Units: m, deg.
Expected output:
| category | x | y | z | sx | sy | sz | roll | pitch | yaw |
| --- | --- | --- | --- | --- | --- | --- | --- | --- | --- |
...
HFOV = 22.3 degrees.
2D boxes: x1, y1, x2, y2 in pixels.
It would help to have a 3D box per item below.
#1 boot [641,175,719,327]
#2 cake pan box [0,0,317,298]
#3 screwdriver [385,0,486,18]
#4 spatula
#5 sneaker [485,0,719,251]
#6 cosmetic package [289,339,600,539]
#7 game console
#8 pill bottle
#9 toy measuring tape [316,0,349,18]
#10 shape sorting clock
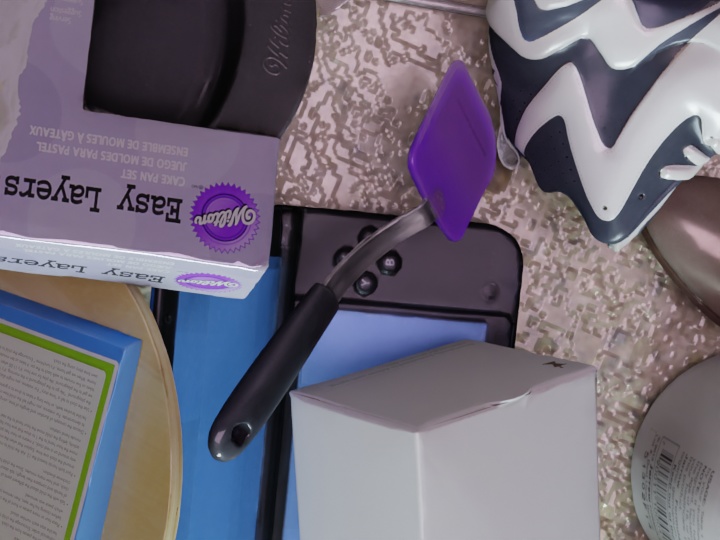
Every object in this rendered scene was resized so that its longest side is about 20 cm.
| category | x | y | z | sx | sy | sz | roll | pitch | yaw |
| --- | --- | --- | --- | --- | --- | --- | --- | --- | --- |
| boot | 0.234 | 0.006 | 0.784 | 0.199 | 0.146 | 0.071 | 26 | 77 | -14 |
| cake pan box | -0.118 | -0.093 | 0.677 | 0.199 | 0.052 | 0.185 | 9 | 78 | -13 |
| screwdriver | 0.075 | -0.112 | 0.812 | 0.199 | 0.029 | 0.028 | 9 | 94 | -10 |
| spatula | 0.000 | 0.000 | 0.743 | 0.200 | 0.020 | 0.057 | -51 | 132 | -22 |
| sneaker | 0.146 | -0.063 | 0.776 | 0.198 | 0.080 | 0.130 | 10 | 122 | 5 |
| cosmetic package | 0.040 | 0.140 | 0.758 | 0.107 | 0.085 | 0.201 | -12 | 104 | -39 |
| game console | -0.012 | 0.077 | 0.772 | 0.170 | 0.118 | 0.201 | 5 | 95 | -9 |
| pill bottle | 0.194 | 0.103 | 0.764 | 0.114 | 0.200 | 0.115 | -1 | 96 | -8 |
| toy measuring tape | 0.046 | -0.176 | 0.775 | 0.199 | 0.074 | 0.074 | -31 | 99 | -8 |
| shape sorting clock | -0.140 | 0.080 | 0.732 | 0.039 | 0.199 | 0.201 | 15 | 94 | -49 |
